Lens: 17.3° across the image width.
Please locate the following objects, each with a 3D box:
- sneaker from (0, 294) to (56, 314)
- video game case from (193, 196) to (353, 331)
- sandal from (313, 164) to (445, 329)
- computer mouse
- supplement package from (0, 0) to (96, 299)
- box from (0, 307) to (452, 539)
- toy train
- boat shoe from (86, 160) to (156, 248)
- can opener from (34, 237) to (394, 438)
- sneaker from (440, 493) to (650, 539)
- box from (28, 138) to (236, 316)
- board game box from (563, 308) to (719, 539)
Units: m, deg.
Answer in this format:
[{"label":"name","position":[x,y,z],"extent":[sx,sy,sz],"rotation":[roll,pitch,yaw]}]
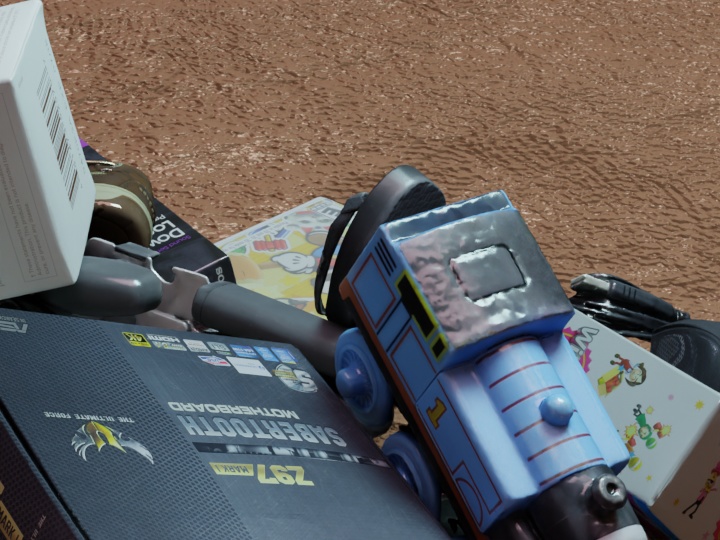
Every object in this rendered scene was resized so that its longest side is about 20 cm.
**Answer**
[{"label":"sneaker","position":[-0.194,0.027,1.219],"extent":[0.200,0.088,0.076],"rotation":[29,67,24]},{"label":"video game case","position":[-0.022,0.022,1.375],"extent":[0.182,0.023,0.200],"rotation":[24,33,34]},{"label":"sandal","position":[0.000,0.001,1.213],"extent":[0.043,0.200,0.076],"rotation":[39,71,10]},{"label":"computer mouse","position":[0.197,0.048,1.232],"extent":[0.138,0.053,0.200],"rotation":[23,10,-19]},{"label":"supplement package","position":[-0.248,-0.047,1.196],"extent":[0.199,0.117,0.117],"rotation":[-11,26,5]},{"label":"box","position":[-0.073,0.085,0.969],"extent":[0.200,0.051,0.158],"rotation":[8,30,-41]},{"label":"toy train","position":[0.058,0.069,1.025],"extent":[0.086,0.114,0.200],"rotation":[-17,68,-27]},{"label":"boat shoe","position":[-0.212,-0.031,1.317],"extent":[0.201,0.075,0.075],"rotation":[3,36,5]},{"label":"can opener","position":[-0.077,0.035,1.180],"extent":[0.200,0.054,0.067],"rotation":[20,19,29]},{"label":"sneaker","position":[0.034,0.137,1.113],"extent":[0.199,0.079,0.095],"rotation":[1,19,-21]},{"label":"box","position":[-0.181,-0.006,1.360],"extent":[0.143,0.036,0.200],"rotation":[-29,40,-23]},{"label":"board game box","position":[0.115,0.074,1.152],"extent":[0.200,0.148,0.064],"rotation":[30,81,42]}]
